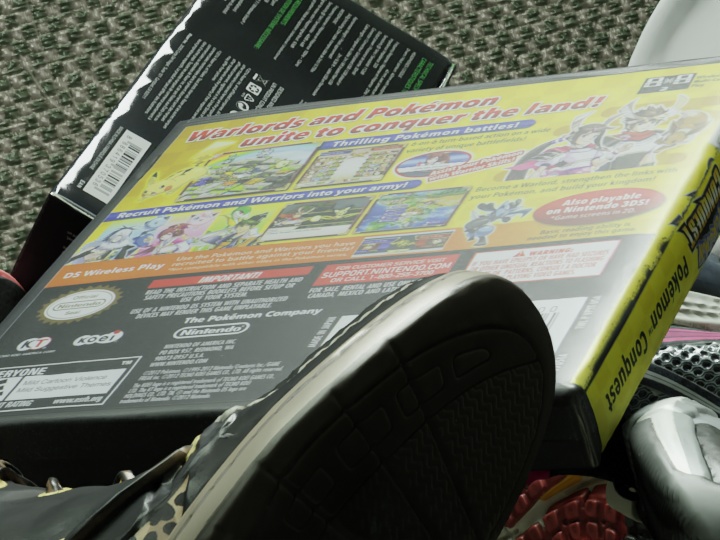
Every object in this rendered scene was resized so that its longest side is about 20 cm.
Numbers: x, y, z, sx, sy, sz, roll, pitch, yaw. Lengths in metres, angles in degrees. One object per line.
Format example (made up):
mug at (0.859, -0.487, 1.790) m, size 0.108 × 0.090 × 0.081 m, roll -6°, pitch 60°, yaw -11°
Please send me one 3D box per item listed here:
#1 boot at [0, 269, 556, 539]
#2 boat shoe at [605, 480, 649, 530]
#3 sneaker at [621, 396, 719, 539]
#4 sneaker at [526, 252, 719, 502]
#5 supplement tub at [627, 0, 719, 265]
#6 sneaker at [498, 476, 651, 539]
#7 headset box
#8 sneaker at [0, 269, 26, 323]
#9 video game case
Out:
boot at (-0.062, 0.063, 0.676) m, size 0.150 × 0.073 × 0.200 m, roll 20°, pitch 63°, yaw 48°
boat shoe at (0.157, 0.071, 0.993) m, size 0.068 × 0.072 × 0.200 m, roll 24°, pitch 13°, yaw 28°
sneaker at (0.132, 0.056, 0.738) m, size 0.115 × 0.075 × 0.200 m, roll -16°, pitch -3°, yaw 6°
sneaker at (0.130, 0.047, 0.868) m, size 0.199 × 0.075 × 0.081 m, roll 8°, pitch -37°, yaw 9°
supplement tub at (0.195, -0.029, 0.950) m, size 0.200 × 0.132 × 0.132 m, roll 18°, pitch -22°, yaw -29°
sneaker at (0.101, 0.087, 1.178) m, size 0.082 × 0.078 × 0.200 m, roll -11°, pitch 3°, yaw -40°
headset box at (-0.070, 0.016, 1.010) m, size 0.200 × 0.093 × 0.174 m, roll -59°, pitch 0°, yaw 39°
sneaker at (-0.153, 0.090, 0.922) m, size 0.087 × 0.201 × 0.074 m, roll 11°, pitch 11°, yaw 25°
video game case at (0.000, 0.000, 0.794) m, size 0.199 × 0.026 × 0.181 m, roll -5°, pitch 29°, yaw 28°
